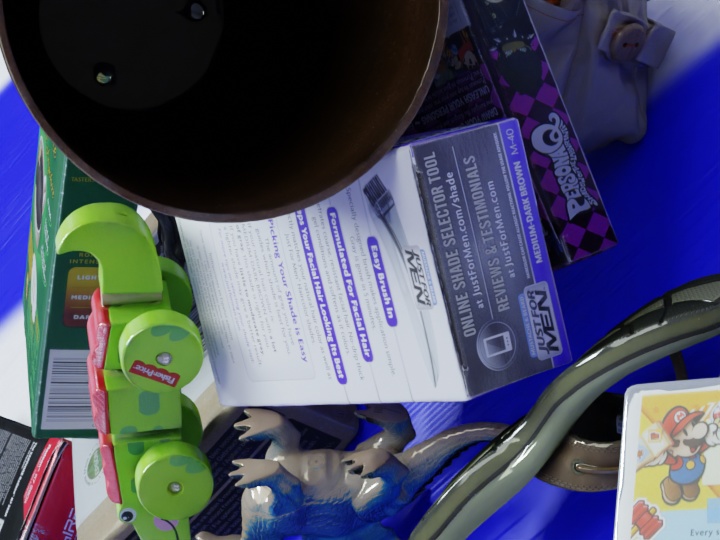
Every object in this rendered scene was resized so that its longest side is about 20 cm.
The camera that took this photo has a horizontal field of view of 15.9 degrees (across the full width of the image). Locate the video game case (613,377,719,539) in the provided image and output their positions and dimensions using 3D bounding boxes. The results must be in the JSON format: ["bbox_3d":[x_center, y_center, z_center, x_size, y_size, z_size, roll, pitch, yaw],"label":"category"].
[{"bbox_3d":[0.175,0.118,0.852,0.200,0.023,0.182,-6,65,30],"label":"video game case"}]

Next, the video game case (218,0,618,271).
[{"bbox_3d":[0.017,-0.068,1.175,0.200,0.036,0.182,-24,86,56],"label":"video game case"}]

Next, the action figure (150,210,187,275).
[{"bbox_3d":[-0.014,-0.063,1.321,0.200,0.102,0.119,-22,46,-2],"label":"action figure"}]

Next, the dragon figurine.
[{"bbox_3d":[-0.001,0.111,1.201,0.200,0.100,0.059,-10,40,9],"label":"dragon figurine"}]

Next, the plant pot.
[{"bbox_3d":[-0.080,-0.115,1.120,0.187,0.187,0.200,-68,15,-4],"label":"plant pot"}]

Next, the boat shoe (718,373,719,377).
[{"bbox_3d":[0.153,0.059,0.994,0.067,0.057,0.200,12,79,61],"label":"boat shoe"}]

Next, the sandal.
[{"bbox_3d":[0.099,0.069,1.082,0.201,0.057,0.080,-46,-6,32],"label":"sandal"}]

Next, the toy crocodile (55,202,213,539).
[{"bbox_3d":[-0.106,0.060,1.233,0.068,0.062,0.200,-107,12,-57],"label":"toy crocodile"}]

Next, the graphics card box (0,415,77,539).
[{"bbox_3d":[-0.223,0.154,1.573,0.200,0.051,0.126,8,76,60],"label":"graphics card box"}]

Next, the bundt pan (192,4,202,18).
[{"bbox_3d":[-0.027,-0.159,1.454,0.202,0.076,0.202,-41,37,40],"label":"bundt pan"}]

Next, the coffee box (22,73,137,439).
[{"bbox_3d":[-0.146,-0.024,1.344,0.123,0.044,0.200,-104,20,-52],"label":"coffee box"}]

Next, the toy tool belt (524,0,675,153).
[{"bbox_3d":[0.064,-0.144,1.216,0.200,0.125,0.123,46,140,47],"label":"toy tool belt"}]

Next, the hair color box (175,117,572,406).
[{"bbox_3d":[0.000,0.000,1.142,0.200,0.065,0.110,-5,100,57],"label":"hair color box"}]

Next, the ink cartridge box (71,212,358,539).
[{"bbox_3d":[-0.085,0.053,1.391,0.165,0.075,0.200,-47,34,29],"label":"ink cartridge box"}]
